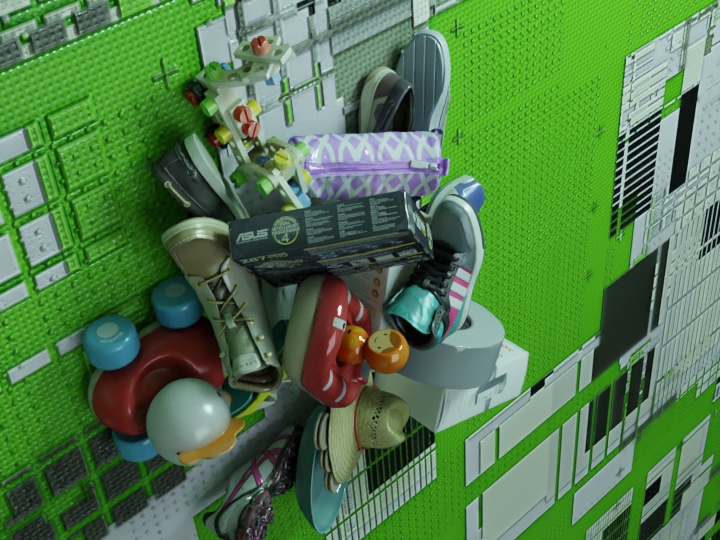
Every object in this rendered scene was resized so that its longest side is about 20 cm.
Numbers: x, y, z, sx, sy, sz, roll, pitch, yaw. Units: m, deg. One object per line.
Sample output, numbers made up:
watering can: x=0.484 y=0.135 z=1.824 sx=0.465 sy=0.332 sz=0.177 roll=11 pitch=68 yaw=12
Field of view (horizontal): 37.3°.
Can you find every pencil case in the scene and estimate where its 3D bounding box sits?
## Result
pencil case: x=0.006 y=-0.124 z=1.284 sx=0.197 sy=0.086 sz=0.085 roll=-5 pitch=110 yaw=-16

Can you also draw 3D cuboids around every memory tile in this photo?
memory tile: x=-0.025 y=0.194 z=1.502 sx=0.155 sy=0.017 sz=0.202 roll=80 pitch=24 yaw=-46

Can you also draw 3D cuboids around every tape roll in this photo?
tape roll: x=0.100 y=0.087 z=1.495 sx=0.198 sy=0.199 sz=0.067 roll=-6 pitch=119 yaw=-45

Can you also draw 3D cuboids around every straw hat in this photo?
straw hat: x=0.024 y=0.209 z=1.495 sx=0.201 sy=0.084 sz=0.205 roll=6 pitch=90 yaw=-74

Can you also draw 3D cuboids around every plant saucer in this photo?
plant saucer: x=-0.054 y=0.271 z=1.526 sx=0.200 sy=0.035 sz=0.204 roll=6 pitch=90 yaw=-74

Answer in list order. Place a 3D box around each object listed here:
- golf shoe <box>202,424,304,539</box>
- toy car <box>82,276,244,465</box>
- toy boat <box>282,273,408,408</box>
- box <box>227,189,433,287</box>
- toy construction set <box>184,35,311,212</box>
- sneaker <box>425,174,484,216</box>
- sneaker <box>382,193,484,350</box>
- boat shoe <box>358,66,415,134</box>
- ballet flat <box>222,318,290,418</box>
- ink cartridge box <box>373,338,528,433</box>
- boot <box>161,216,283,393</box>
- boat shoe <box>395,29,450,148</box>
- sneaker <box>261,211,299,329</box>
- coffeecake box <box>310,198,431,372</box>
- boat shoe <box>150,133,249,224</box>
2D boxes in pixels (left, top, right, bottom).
golf shoe: x=-0.141 y=0.283 z=1.464 sx=0.201 sy=0.091 sz=0.073 roll=-56 pitch=149 yaw=-43
toy car: x=-0.193 y=0.148 z=1.210 sx=0.176 sy=0.199 sz=0.186 roll=-32 pitch=136 yaw=-30
toy boat: x=-0.007 y=0.086 z=1.225 sx=0.200 sy=0.129 sz=0.133 roll=49 pitch=50 yaw=-65
box: x=-0.028 y=-0.031 z=1.178 sx=0.161 sy=0.197 sz=0.050 roll=34 pitch=47 yaw=-73
toy construction set: x=-0.114 y=-0.159 z=1.142 sx=0.092 sy=0.130 sz=0.202 roll=-33 pitch=136 yaw=-29
sneaker: x=0.123 y=-0.033 z=1.507 sx=0.199 sy=0.115 sz=0.081 roll=-43 pitch=141 yaw=-19
sneaker: x=0.081 y=0.016 z=1.274 sx=0.120 sy=0.083 sz=0.203 roll=-38 pitch=142 yaw=-45
boat shoe: x=0.035 y=-0.157 z=1.365 sx=0.071 sy=0.064 sz=0.203 roll=-23 pitch=130 yaw=-37
ballet flat: x=-0.120 y=0.136 z=1.337 sx=0.066 sy=0.067 sz=0.200 roll=19 pitch=127 yaw=-39
ink cartridge box: x=0.139 y=0.152 z=1.627 sx=0.198 sy=0.145 sz=0.086 roll=-14 pitch=124 yaw=-43
boot: x=-0.145 y=0.042 z=1.171 sx=0.071 sy=0.157 sz=0.200 roll=-21 pitch=152 yaw=8
boat shoe: x=0.082 y=-0.221 z=1.386 sx=0.062 sy=0.071 sz=0.203 roll=-51 pitch=153 yaw=-51
sneaker: x=-0.109 y=0.016 z=1.331 sx=0.079 sy=0.077 sz=0.203 roll=8 pitch=116 yaw=-24
coffeecake box: x=0.000 y=0.000 z=1.360 sx=0.072 sy=0.153 sz=0.203 roll=-19 pitch=129 yaw=-41
boat shoe: x=-0.170 y=-0.074 z=1.196 sx=0.060 sy=0.072 sz=0.202 roll=-28 pitch=145 yaw=0
